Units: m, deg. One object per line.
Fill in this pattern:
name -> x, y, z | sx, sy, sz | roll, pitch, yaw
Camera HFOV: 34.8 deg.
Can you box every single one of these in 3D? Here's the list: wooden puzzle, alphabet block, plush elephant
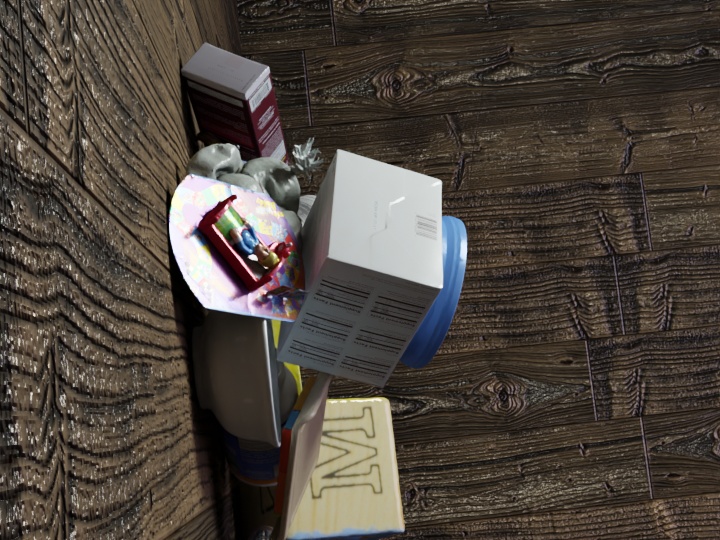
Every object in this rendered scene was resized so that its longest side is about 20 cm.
wooden puzzle -> -0.075, 0.220, 1.461 | 0.185, 0.037, 0.201 | -63, 168, -64
alphabet block -> -0.066, 0.310, 1.726 | 0.195, 0.195, 0.201 | 144, -56, -59
plush elephant -> -0.144, -0.074, 1.401 | 0.165, 0.155, 0.200 | 50, -55, 11

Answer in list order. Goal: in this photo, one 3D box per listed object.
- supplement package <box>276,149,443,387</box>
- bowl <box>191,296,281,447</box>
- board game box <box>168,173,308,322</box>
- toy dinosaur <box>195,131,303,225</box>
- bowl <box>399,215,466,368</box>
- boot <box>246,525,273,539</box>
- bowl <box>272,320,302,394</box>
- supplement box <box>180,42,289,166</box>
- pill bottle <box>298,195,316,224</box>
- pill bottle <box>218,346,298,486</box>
supplement package -> 0.000, 0.000, 1.424 | 0.192, 0.146, 0.200 | -86, -163, -44
bowl -> -0.145, 0.109, 1.338 | 0.201, 0.090, 0.202 | 175, -90, -87
board game box -> -0.119, -0.031, 1.253 | 0.200, 0.039, 0.159 | 13, 59, -48
toy dinosaur -> -0.122, -0.108, 1.571 | 0.181, 0.105, 0.201 | 28, 34, -36
bowl -> 0.080, 0.024, 1.478 | 0.201, 0.039, 0.202 | -164, -90, -77
boot -> -0.137, 0.444, 1.512 | 0.097, 0.074, 0.201 | 115, -22, -62
bowl -> -0.154, 0.160, 1.878 | 0.200, 0.107, 0.201 | 172, -90, -85
supplement box -> -0.168, -0.207, 1.578 | 0.061, 0.108, 0.200 | -55, 157, -27
pill bottle -> -0.119, -0.031, 1.653 | 0.200, 0.113, 0.114 | -28, 119, -50
pill bottle -> -0.135, 0.187, 1.524 | 0.201, 0.111, 0.112 | 86, -3, -45
